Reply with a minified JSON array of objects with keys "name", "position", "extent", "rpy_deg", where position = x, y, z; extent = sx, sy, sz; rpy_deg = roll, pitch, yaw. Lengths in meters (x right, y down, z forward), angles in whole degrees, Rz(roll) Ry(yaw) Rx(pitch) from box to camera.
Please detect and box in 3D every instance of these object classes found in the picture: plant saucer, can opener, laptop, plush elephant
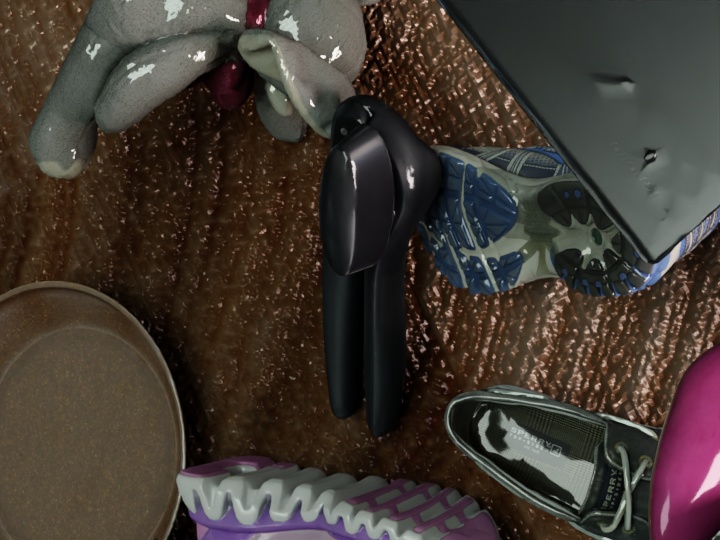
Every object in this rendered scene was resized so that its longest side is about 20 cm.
[{"name":"plant saucer","position":[-0.177,0.108,1.222],"extent":[0.199,0.037,0.202],"rpy_deg":[-2,87,31]},{"name":"can opener","position":[0.000,0.000,1.079],"extent":[0.063,0.078,0.201],"rpy_deg":[36,138,36]},{"name":"laptop","position":[0.175,-0.134,0.982],"extent":[0.188,0.199,0.116],"rpy_deg":[54,143,21]},{"name":"plush elephant","position":[-0.065,-0.131,1.119],"extent":[0.154,0.165,0.200],"rpy_deg":[28,142,-7]}]

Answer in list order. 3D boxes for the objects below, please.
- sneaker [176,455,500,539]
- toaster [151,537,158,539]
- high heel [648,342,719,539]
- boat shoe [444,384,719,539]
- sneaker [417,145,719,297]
[{"name":"sneaker","position":[-0.013,0.157,1.104],"extent":[0.199,0.080,0.089],"rpy_deg":[5,96,35]},{"name":"toaster","position":[-0.114,0.280,1.101],"extent":[0.200,0.119,0.181],"rpy_deg":[44,106,2]},{"name":"high heel","position":[0.206,0.056,0.937],"extent":[0.096,0.068,0.201],"rpy_deg":[11,59,38]},{"name":"boat shoe","position":[0.128,0.110,1.022],"extent":[0.199,0.071,0.073],"rpy_deg":[16,95,29]},{"name":"sneaker","position":[0.103,-0.031,1.051],"extent":[0.199,0.085,0.078],"rpy_deg":[15,120,50]}]
